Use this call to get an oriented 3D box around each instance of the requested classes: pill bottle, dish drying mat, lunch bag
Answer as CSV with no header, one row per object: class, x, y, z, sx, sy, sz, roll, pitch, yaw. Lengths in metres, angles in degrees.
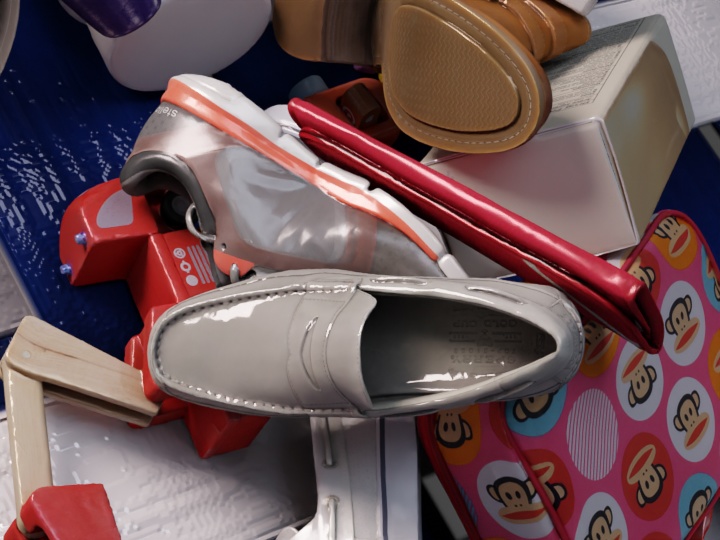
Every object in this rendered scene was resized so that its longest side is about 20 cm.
pill bottle,-0.131,-0.206,0.928,0.113,0.113,0.200,-13,66,-33
dish drying mat,0.052,-0.022,0.794,0.200,0.077,0.018,30,83,27
lunch bag,0.130,0.083,0.864,0.200,0.082,0.176,-41,112,-40

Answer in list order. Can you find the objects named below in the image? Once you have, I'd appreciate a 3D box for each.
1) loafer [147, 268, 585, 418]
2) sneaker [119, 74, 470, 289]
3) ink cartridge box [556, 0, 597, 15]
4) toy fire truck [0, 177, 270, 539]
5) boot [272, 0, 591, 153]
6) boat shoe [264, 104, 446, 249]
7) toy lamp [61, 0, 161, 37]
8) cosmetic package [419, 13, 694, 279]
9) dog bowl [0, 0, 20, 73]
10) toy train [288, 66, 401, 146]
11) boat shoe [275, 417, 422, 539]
loafer,-0.002,0.031,0.747,0.200,0.070,0.070,-5,88,10
sneaker,-0.031,-0.011,0.819,0.200,0.077,0.082,35,76,11
ink cartridge box,0.053,-0.236,0.969,0.200,0.045,0.176,27,28,-8
toy fire truck,-0.119,0.049,0.803,0.141,0.049,0.200,-11,65,-33
boot,0.069,-0.119,0.886,0.155,0.074,0.200,-6,28,-39
boat shoe,0.000,0.000,0.889,0.200,0.072,0.068,50,49,2
toy lamp,-0.158,-0.197,0.787,0.200,0.058,0.058,56,41,-33
cosmetic package,0.113,-0.070,0.919,0.071,0.105,0.200,69,27,-16
dog bowl,-0.260,-0.135,0.769,0.200,0.200,0.059,6,34,-24
toy train,-0.012,-0.150,0.989,0.150,0.056,0.200,-18,69,-35
boat shoe,-0.006,0.139,0.799,0.070,0.071,0.200,-2,60,4
